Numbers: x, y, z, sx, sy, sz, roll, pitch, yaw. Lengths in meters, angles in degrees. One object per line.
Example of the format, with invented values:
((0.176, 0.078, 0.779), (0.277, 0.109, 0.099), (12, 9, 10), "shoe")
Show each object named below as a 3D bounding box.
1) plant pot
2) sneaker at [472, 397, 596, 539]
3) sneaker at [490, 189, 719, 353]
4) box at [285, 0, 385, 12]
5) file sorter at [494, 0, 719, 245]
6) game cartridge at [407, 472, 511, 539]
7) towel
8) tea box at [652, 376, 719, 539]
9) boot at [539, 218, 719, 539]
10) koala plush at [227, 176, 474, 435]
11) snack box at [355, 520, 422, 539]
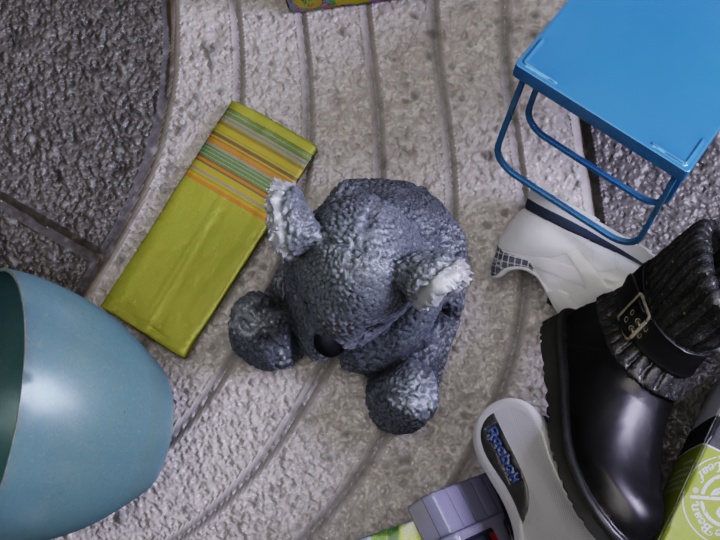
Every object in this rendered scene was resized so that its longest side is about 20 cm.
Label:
((-0.216, 0.109, 1.103), (0.134, 0.200, 0.201), (12, 77, -28), "plant pot")
((0.148, 0.190, 1.069), (0.073, 0.112, 0.201), (-22, 70, 18), "sneaker")
((0.197, 0.016, 1.140), (0.200, 0.076, 0.081), (31, 95, 14), "sneaker")
((-0.019, -0.330, 1.155), (0.121, 0.200, 0.194), (-7, 79, 3), "box")
((0.208, -0.138, 1.104), (0.139, 0.123, 0.200), (33, 59, 11), "file sorter")
((0.113, 0.242, 1.065), (0.038, 0.130, 0.201), (-32, 77, 21), "game cartridge")
((-0.119, -0.034, 1.198), (0.086, 0.018, 0.200), (30, 83, 15), "towel")
((0.310, 0.195, 1.054), (0.199, 0.134, 0.197), (25, 82, 9), "tea box")
((0.207, 0.077, 1.022), (0.158, 0.079, 0.212), (-32, 48, 30), "boot")
((0.000, 0.000, 1.086), (0.177, 0.200, 0.184), (24, 81, 10), "koala plush")
((0.016, 0.297, 1.091), (0.168, 0.068, 0.201), (-19, 76, 0), "snack box")
